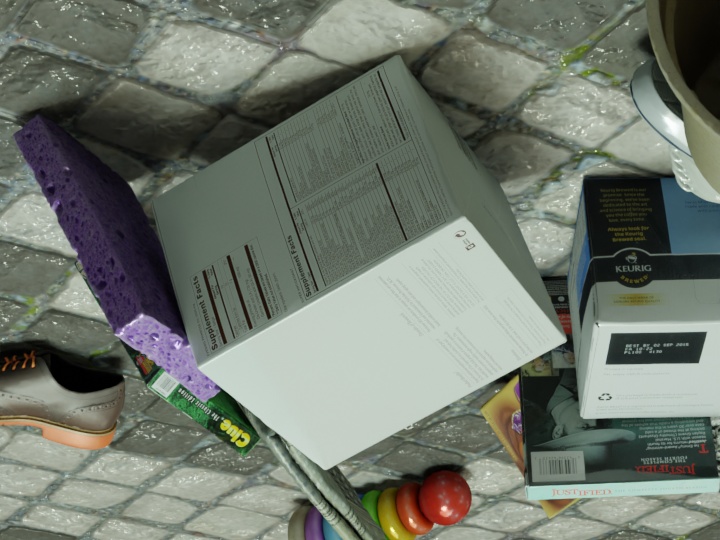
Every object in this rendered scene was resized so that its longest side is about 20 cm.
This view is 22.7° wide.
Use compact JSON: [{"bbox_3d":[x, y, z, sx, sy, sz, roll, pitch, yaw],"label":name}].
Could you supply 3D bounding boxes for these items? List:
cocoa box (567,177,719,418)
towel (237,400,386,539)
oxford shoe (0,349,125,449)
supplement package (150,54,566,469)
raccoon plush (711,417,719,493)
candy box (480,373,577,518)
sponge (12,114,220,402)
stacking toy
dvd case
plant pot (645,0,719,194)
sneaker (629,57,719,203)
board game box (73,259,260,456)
[{"bbox_3d":[0.258,0.019,1.316,0.197,0.132,0.134,-1,145,0],"label":"cocoa box"},{"bbox_3d":[-0.043,0.134,1.363,0.034,0.193,0.201,-37,123,-3],"label":"towel"},{"bbox_3d":[-0.299,0.092,1.540,0.198,0.071,0.073,14,120,-19],"label":"oxford shoe"},{"bbox_3d":[0.000,0.000,1.217,0.199,0.148,0.191,-29,144,12],"label":"supplement package"},{"bbox_3d":[0.311,0.106,1.451,0.096,0.136,0.200,12,163,-11],"label":"raccoon plush"},{"bbox_3d":[0.190,0.117,1.516,0.056,0.117,0.200,-25,165,-34],"label":"candy box"},{"bbox_3d":[-0.160,-0.010,1.203,0.030,0.201,0.112,-37,143,7],"label":"sponge"},{"bbox_3d":[0.027,0.254,1.822,0.199,0.086,0.085,-23,145,26],"label":"stacking toy"},{"bbox_3d":[0.192,0.085,1.375,0.144,0.201,0.022,-3,138,4],"label":"dvd case"},{"bbox_3d":[0.259,-0.118,1.036,0.198,0.203,0.184,-3,162,4],"label":"plant pot"},{"bbox_3d":[0.237,-0.080,1.204,0.199,0.074,0.071,24,140,-38],"label":"sneaker"},{"bbox_3d":[-0.146,0.057,1.331,0.023,0.200,0.105,-45,124,2],"label":"board game box"}]
